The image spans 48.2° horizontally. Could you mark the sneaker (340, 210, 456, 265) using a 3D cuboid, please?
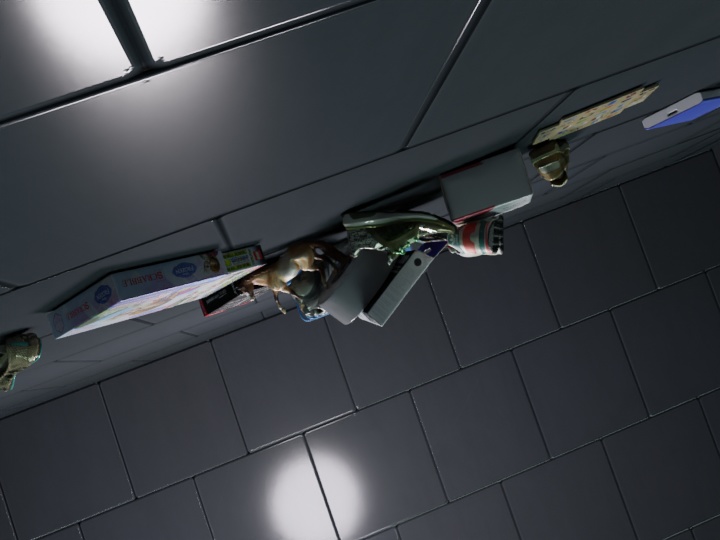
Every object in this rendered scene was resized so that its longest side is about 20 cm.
[{"bbox_3d":[0.064,-0.055,1.351,0.195,0.091,0.077,1,-173,13],"label":"sneaker"}]

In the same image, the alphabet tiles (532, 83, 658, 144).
[{"bbox_3d":[0.376,-0.252,1.304,0.196,0.006,0.166,-21,176,5],"label":"alphabet tiles"}]

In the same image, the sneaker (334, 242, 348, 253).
[{"bbox_3d":[0.022,-0.048,1.736,0.196,0.074,0.072,-23,174,6],"label":"sneaker"}]

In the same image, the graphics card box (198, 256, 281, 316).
[{"bbox_3d":[-0.236,0.034,1.623,0.124,0.052,0.199,-19,176,-34],"label":"graphics card box"}]

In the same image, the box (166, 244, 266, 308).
[{"bbox_3d":[-0.257,0.014,1.349,0.109,0.035,0.198,-17,174,-46],"label":"box"}]

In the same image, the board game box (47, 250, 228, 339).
[{"bbox_3d":[-0.332,0.036,1.204,0.198,0.042,0.198,-24,175,41],"label":"board game box"}]

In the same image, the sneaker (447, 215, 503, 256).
[{"bbox_3d":[0.203,-0.061,1.424,0.091,0.072,0.199,0,-176,16],"label":"sneaker"}]

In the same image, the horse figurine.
[{"bbox_3d":[-0.119,0.004,1.488,0.198,0.133,0.050,-36,-143,8],"label":"horse figurine"}]

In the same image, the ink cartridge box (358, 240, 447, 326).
[{"bbox_3d":[0.069,0.010,1.513,0.201,0.043,0.198,-50,-172,-7],"label":"ink cartridge box"}]

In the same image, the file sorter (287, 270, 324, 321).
[{"bbox_3d":[-0.085,0.043,2.027,0.136,0.125,0.200,-18,176,-22],"label":"file sorter"}]

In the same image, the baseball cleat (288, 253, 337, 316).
[{"bbox_3d":[-0.085,0.029,1.638,0.069,0.108,0.200,-17,-165,31],"label":"baseball cleat"}]

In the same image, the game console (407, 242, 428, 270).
[{"bbox_3d":[0.057,-0.027,1.855,0.196,0.121,0.171,-21,176,0],"label":"game console"}]

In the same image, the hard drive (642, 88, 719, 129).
[{"bbox_3d":[0.682,-0.334,1.648,0.198,0.026,0.131,-18,174,-41],"label":"hard drive"}]

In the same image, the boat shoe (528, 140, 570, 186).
[{"bbox_3d":[0.351,-0.189,1.471,0.071,0.078,0.199,-24,179,25],"label":"boat shoe"}]

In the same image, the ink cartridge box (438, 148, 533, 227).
[{"bbox_3d":[0.221,-0.140,1.412,0.145,0.087,0.200,-19,178,9],"label":"ink cartridge box"}]

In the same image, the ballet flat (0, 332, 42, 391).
[{"bbox_3d":[-0.587,0.148,1.325,0.074,0.069,0.199,10,152,-35],"label":"ballet flat"}]

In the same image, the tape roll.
[{"bbox_3d":[0.000,0.000,1.523,0.202,0.066,0.201,-54,-170,14],"label":"tape roll"}]

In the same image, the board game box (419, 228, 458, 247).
[{"bbox_3d":[0.130,-0.072,1.571,0.132,0.029,0.200,14,178,-14],"label":"board game box"}]
